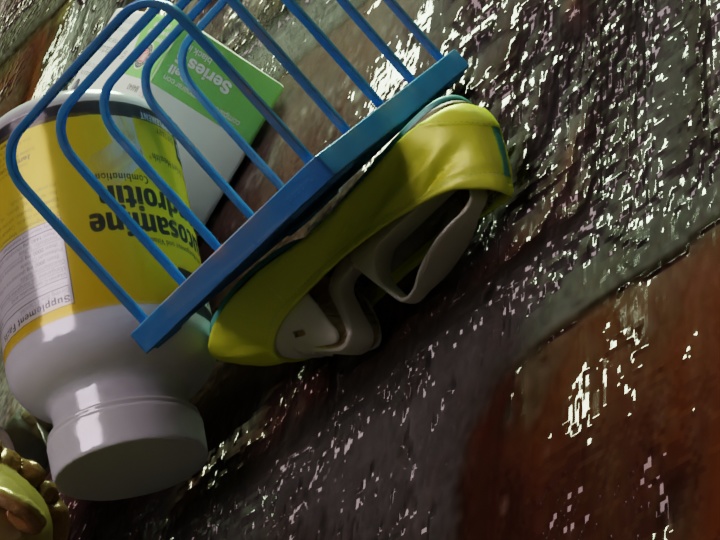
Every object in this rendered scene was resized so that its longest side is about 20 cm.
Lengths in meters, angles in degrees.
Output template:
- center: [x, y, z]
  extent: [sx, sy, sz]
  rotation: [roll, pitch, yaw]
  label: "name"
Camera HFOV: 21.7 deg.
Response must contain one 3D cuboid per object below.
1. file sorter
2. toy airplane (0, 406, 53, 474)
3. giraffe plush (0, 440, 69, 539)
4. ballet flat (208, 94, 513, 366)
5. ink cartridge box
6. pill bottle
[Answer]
- center: [-0.060, -0.078, 0.935]
  extent: [0.139, 0.123, 0.200]
  rotation: [-41, 1, 29]
  label: "file sorter"
- center: [-0.243, 0.102, 0.983]
  extent: [0.140, 0.200, 0.200]
  rotation: [10, 46, 29]
  label: "toy airplane"
- center: [-0.167, 0.159, 0.862]
  extent: [0.172, 0.163, 0.200]
  rotation: [-12, 33, 24]
  label: "giraffe plush"
- center: [0.000, 0.000, 0.914]
  extent: [0.200, 0.067, 0.067]
  rotation: [-44, 59, 25]
  label: "ballet flat"
- center: [-0.154, -0.060, 1.208]
  extent: [0.201, 0.084, 0.145]
  rotation: [-60, 27, -4]
  label: "ink cartridge box"
- center: [-0.137, 0.014, 0.995]
  extent: [0.112, 0.112, 0.201]
  rotation: [-35, 58, 38]
  label: "pill bottle"
